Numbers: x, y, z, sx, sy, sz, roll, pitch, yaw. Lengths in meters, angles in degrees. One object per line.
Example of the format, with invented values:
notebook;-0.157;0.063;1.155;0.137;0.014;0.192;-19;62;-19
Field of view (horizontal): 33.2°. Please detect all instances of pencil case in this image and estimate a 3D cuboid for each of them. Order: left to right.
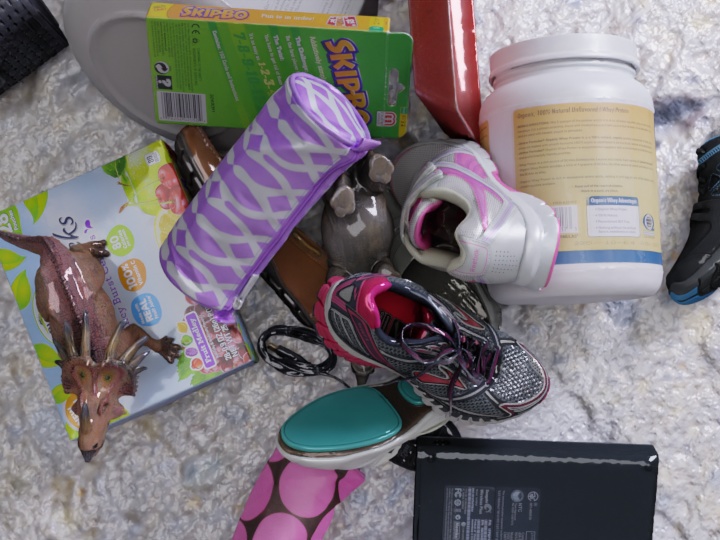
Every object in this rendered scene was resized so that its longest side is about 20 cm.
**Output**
pencil case;-0.074;-0.053;0.911;0.201;0.083;0.086;-51;58;27
pencil case;-0.064;0.230;0.994;0.090;0.093;0.202;23;85;48

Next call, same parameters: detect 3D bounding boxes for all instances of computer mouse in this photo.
computer mouse;0.000;0.106;1.029;0.199;0.034;0.059;34;98;6

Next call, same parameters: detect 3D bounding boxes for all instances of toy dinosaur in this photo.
toy dinosaur;-0.214;0.034;0.920;0.085;0.136;0.202;-32;85;0

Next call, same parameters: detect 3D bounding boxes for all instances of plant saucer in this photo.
plant saucer;0.066;-0.205;0.972;0.036;0.200;0.203;-5;85;11

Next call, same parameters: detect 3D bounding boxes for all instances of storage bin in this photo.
storage bin;-0.346;-0.256;1.012;0.093;0.135;0.201;-36;85;-2

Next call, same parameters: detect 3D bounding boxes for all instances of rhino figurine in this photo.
rhino figurine;0.000;0.000;0.966;0.059;0.088;0.203;-4;106;-8

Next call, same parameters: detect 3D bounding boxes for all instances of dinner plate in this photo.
dinner plate;-0.155;-0.161;0.977;0.197;0.201;0.024;21;58;3

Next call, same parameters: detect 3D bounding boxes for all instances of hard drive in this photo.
hard drive;0.142;0.211;0.997;0.196;0.033;0.142;2;103;1

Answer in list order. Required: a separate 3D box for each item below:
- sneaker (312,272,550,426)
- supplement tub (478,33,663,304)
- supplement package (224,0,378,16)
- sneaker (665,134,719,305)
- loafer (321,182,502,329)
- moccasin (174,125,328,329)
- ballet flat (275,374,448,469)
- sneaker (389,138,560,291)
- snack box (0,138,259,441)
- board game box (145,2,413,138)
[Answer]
sneaker;0.061;0.062;0.902;0.198;0.074;0.082;22;72;-24
supplement tub;0.169;-0.077;0.983;0.142;0.145;0.204;-2;85;1
supplement package;-0.093;-0.224;1.007;0.197;0.120;0.123;23;77;3
sneaker;0.310;-0.062;1.025;0.081;0.073;0.201;34;81;20
loafer;0.044;-0.017;1.018;0.200;0.070;0.070;43;87;4
moccasin;-0.077;-0.045;1.009;0.078;0.074;0.202;-44;97;-10
ballet flat;0.026;0.119;0.959;0.198;0.069;0.070;-24;85;-23
sneaker;0.067;-0.050;0.929;0.087;0.200;0.083;0;111;-28
snack box;-0.200;0.018;1.021;0.166;0.068;0.203;-22;84;0
board game box;-0.060;-0.150;0.916;0.196;0.096;0.030;6;43;3
